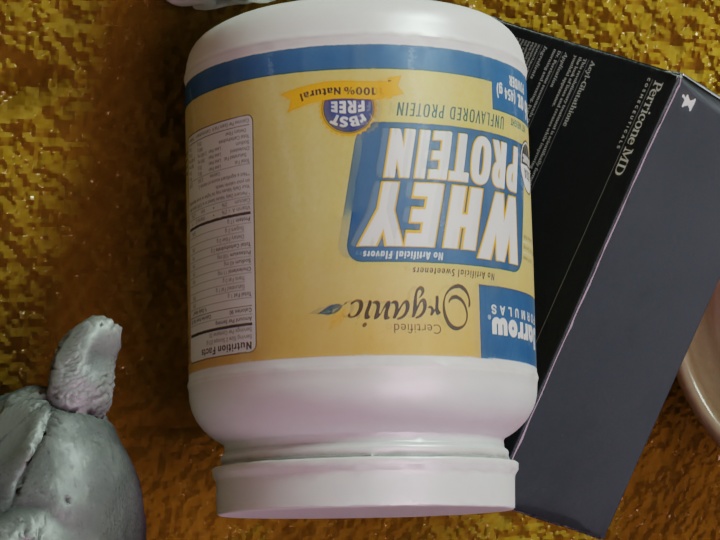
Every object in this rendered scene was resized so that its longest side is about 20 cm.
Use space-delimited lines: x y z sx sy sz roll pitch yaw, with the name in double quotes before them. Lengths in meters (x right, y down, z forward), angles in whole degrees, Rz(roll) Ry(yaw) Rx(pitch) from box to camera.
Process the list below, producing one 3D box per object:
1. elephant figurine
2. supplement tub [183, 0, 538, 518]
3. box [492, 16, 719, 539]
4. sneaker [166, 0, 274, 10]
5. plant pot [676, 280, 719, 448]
"elephant figurine" -0.122 0.148 0.886 0.155 0.142 0.200 -20 135 22
"supplement tub" 0.000 0.000 0.864 0.145 0.145 0.200 4 80 -33
"box" 0.084 0.000 0.955 0.079 0.141 0.200 22 93 -35
"sneaker" 0.009 -0.153 0.897 0.200 0.081 0.075 -23 115 -26
"plant pot" 0.282 0.014 1.077 0.175 0.200 0.200 -4 108 -51
